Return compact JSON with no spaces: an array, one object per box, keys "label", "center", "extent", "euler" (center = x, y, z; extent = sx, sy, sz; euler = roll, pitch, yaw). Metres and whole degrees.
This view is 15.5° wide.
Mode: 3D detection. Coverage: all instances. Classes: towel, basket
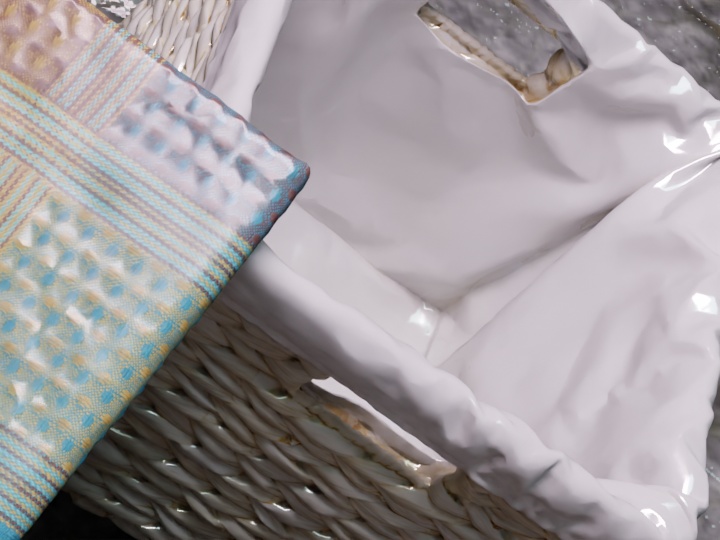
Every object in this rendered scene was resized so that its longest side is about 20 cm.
[{"label":"towel","center":[-0.130,0.007,0.711],"extent":[0.147,0.022,0.200],"euler":[37,75,7]},{"label":"basket","center":[0.000,0.000,0.871],"extent":[0.198,0.161,0.200],"euler":[35,44,-21]}]
